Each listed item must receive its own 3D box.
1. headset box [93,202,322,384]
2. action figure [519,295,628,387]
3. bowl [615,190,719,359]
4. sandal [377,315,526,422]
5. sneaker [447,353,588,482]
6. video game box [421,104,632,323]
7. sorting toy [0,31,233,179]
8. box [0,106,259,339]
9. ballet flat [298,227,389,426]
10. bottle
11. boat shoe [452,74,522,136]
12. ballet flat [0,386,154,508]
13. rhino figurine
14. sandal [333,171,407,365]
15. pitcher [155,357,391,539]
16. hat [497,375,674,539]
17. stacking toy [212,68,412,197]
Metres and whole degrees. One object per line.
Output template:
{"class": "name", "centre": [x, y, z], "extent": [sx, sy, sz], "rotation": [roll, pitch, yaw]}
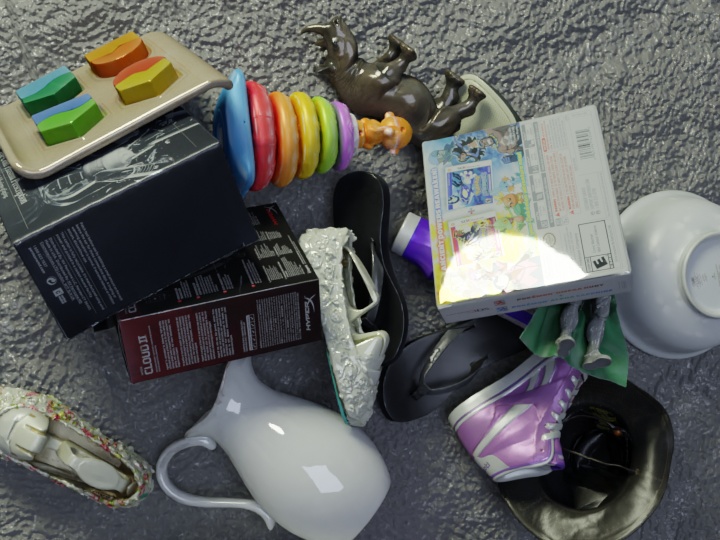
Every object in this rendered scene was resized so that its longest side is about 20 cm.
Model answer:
{"class": "headset box", "centre": [-0.153, 0.018, 0.885], "extent": [0.200, 0.149, 0.077], "rotation": [-13, 126, -16]}
{"class": "action figure", "centre": [0.232, 0.006, 0.949], "extent": [0.118, 0.055, 0.200], "rotation": [27, 53, -13]}
{"class": "bowl", "centre": [0.382, 0.004, 1.072], "extent": [0.201, 0.090, 0.201], "rotation": [0, 89, -16]}
{"class": "sandal", "centre": [0.104, 0.092, 1.017], "extent": [0.200, 0.043, 0.076], "rotation": [-32, 98, -14]}
{"class": "sneaker", "centre": [0.206, 0.149, 1.000], "extent": [0.200, 0.073, 0.114], "rotation": [-37, 58, 2]}
{"class": "video game box", "centre": [0.159, -0.056, 0.930], "extent": [0.182, 0.047, 0.200], "rotation": [-9, 59, 12]}
{"class": "sorting toy", "centre": [-0.237, -0.163, 0.856], "extent": [0.200, 0.185, 0.037], "rotation": [-28, 126, -16]}
{"class": "box", "centre": [-0.219, -0.064, 0.837], "extent": [0.182, 0.200, 0.104], "rotation": [-28, 126, -15]}
{"class": "ballet flat", "centre": [-0.009, 0.050, 0.908], "extent": [0.072, 0.072, 0.200], "rotation": [-15, 86, -15]}
{"class": "bottle", "centre": [0.130, 0.003, 0.998], "extent": [0.200, 0.084, 0.065], "rotation": [27, 103, 2]}
{"class": "boat shoe", "centre": [0.164, -0.126, 1.032], "extent": [0.072, 0.068, 0.200], "rotation": [-36, 88, 27]}
{"class": "ballet flat", "centre": [-0.286, 0.167, 0.898], "extent": [0.200, 0.064, 0.076], "rotation": [27, 84, -13]}
{"class": "rhino figurine", "centre": [0.025, -0.199, 0.985], "extent": [0.200, 0.060, 0.087], "rotation": [28, 105, -13]}
{"class": "sandal", "centre": [-0.001, 0.000, 0.965], "extent": [0.076, 0.043, 0.200], "rotation": [-9, 88, 24]}
{"class": "pitcher", "centre": [-0.087, 0.197, 0.936], "extent": [0.200, 0.121, 0.172], "rotation": [38, 98, -2]}
{"class": "hat", "centre": [0.246, 0.213, 1.026], "extent": [0.201, 0.201, 0.081], "rotation": [-47, 144, -11]}
{"class": "stacking toy", "centre": [-0.043, -0.136, 0.945], "extent": [0.200, 0.110, 0.116], "rotation": [-6, 83, -18]}
